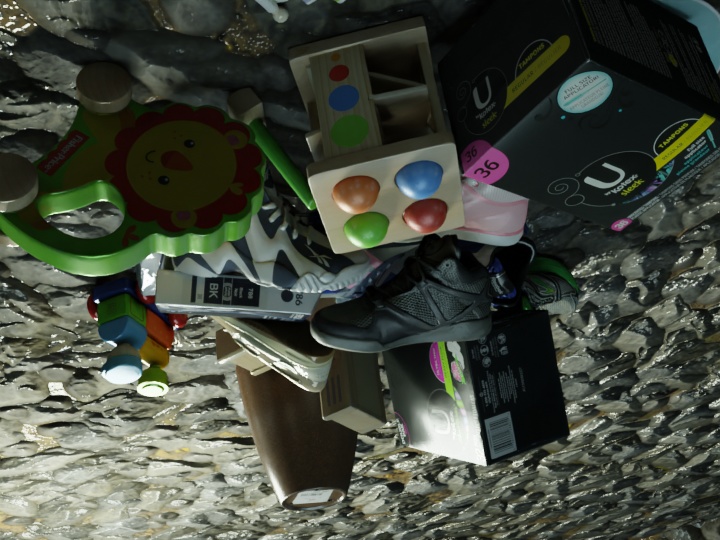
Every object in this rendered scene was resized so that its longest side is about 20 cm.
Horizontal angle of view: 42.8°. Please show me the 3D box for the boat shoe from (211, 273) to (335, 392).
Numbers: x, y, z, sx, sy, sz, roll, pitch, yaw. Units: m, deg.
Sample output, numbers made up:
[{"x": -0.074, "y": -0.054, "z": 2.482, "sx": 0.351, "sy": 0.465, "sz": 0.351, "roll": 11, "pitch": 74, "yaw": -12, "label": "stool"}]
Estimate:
[{"x": -0.115, "y": 0.068, "z": 1.036, "sx": 0.072, "sy": 0.198, "sz": 0.066, "roll": -34, "pitch": 145, "yaw": -47, "label": "boat shoe"}]

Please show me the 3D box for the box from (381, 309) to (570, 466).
[{"x": 0.129, "y": 0.131, "z": 1.086, "sx": 0.122, "sy": 0.152, "sz": 0.199, "roll": -12, "pitch": -177, "yaw": -26, "label": "box"}]

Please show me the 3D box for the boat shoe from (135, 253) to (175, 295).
[{"x": -0.207, "y": -0.036, "z": 0.967, "sx": 0.061, "sy": 0.073, "sz": 0.200, "roll": -14, "pitch": 161, "yaw": -19, "label": "boat shoe"}]

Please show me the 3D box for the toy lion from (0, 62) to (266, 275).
[{"x": -0.182, "y": -0.072, "z": 0.759, "sx": 0.189, "sy": 0.201, "sz": 0.069, "roll": 30, "pitch": 146, "yaw": 8, "label": "toy lion"}]

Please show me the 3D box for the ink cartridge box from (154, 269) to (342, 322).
[{"x": -0.112, "y": 0.029, "z": 0.953, "sx": 0.195, "sy": 0.040, "sz": 0.099, "roll": 3, "pitch": 172, "yaw": -9, "label": "ink cartridge box"}]

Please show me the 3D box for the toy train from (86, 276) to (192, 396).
[{"x": -0.248, "y": 0.100, "z": 1.115, "sx": 0.083, "sy": 0.118, "sz": 0.200, "roll": -17, "pitch": 148, "yaw": 14, "label": "toy train"}]

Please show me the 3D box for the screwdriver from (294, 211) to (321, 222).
[{"x": -0.072, "y": -0.056, "z": 0.994, "sx": 0.196, "sy": 0.028, "sz": 0.030, "roll": -4, "pitch": 121, "yaw": -16, "label": "screwdriver"}]

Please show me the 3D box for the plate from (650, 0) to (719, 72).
[{"x": 0.247, "y": -0.192, "z": 0.872, "sx": 0.195, "sy": 0.026, "sz": 0.201, "roll": -7, "pitch": 149, "yaw": -4, "label": "plate"}]

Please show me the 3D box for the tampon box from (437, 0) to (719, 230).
[{"x": 0.192, "y": -0.145, "z": 0.782, "sx": 0.197, "sy": 0.128, "sz": 0.150, "roll": 13, "pitch": 142, "yaw": -32, "label": "tampon box"}]

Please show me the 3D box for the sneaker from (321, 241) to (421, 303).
[{"x": 0.000, "y": 0.000, "z": 1.041, "sx": 0.196, "sy": 0.084, "sz": 0.070, "roll": -17, "pitch": 180, "yaw": 18, "label": "sneaker"}]

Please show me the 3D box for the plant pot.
[{"x": -0.076, "y": 0.220, "z": 1.278, "sx": 0.183, "sy": 0.203, "sz": 0.188, "roll": -7, "pitch": 149, "yaw": -4, "label": "plant pot"}]

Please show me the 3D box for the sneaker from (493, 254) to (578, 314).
[{"x": 0.205, "y": 0.029, "z": 1.160, "sx": 0.197, "sy": 0.087, "sz": 0.078, "roll": 15, "pitch": 142, "yaw": -36, "label": "sneaker"}]

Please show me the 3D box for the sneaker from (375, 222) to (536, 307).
[{"x": 0.114, "y": 0.005, "z": 1.023, "sx": 0.197, "sy": 0.115, "sz": 0.081, "roll": -30, "pitch": 111, "yaw": 0, "label": "sneaker"}]

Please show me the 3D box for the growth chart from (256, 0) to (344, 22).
[{"x": -0.019, "y": -0.259, "z": 0.693, "sx": 0.197, "sy": 0.018, "sz": 0.144, "roll": -23, "pitch": 147, "yaw": 21, "label": "growth chart"}]

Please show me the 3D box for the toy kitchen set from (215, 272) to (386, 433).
[{"x": -0.101, "y": 0.111, "z": 1.114, "sx": 0.197, "sy": 0.184, "sz": 0.162, "roll": -25, "pitch": 145, "yaw": 26, "label": "toy kitchen set"}]

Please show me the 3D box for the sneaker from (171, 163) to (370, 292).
[{"x": -0.083, "y": -0.057, "z": 0.892, "sx": 0.195, "sy": 0.080, "sz": 0.132, "roll": 8, "pitch": 107, "yaw": 4, "label": "sneaker"}]

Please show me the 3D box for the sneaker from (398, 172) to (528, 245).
[{"x": 0.085, "y": -0.087, "z": 0.957, "sx": 0.195, "sy": 0.076, "sz": 0.106, "roll": 4, "pitch": 132, "yaw": -7, "label": "sneaker"}]

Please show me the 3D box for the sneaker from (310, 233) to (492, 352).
[{"x": 0.043, "y": 0.019, "z": 0.936, "sx": 0.195, "sy": 0.077, "sz": 0.117, "roll": -6, "pitch": 116, "yaw": -11, "label": "sneaker"}]

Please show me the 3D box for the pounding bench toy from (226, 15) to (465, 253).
[{"x": -0.018, "y": -0.101, "z": 0.813, "sx": 0.196, "sy": 0.159, "sz": 0.125, "roll": -12, "pitch": 150, "yaw": 5, "label": "pounding bench toy"}]
